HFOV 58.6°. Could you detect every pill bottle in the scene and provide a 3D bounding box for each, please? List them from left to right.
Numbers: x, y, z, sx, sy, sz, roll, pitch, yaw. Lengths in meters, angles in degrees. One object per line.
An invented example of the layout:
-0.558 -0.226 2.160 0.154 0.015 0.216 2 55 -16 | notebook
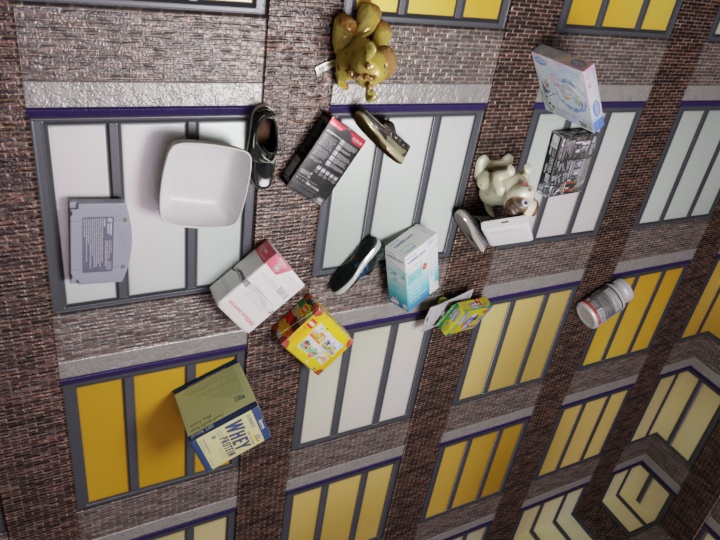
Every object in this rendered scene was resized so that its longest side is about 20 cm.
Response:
0.935 0.124 2.451 0.198 0.116 0.117 -31 132 -10 | pill bottle

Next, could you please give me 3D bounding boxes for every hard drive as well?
0.424 -0.112 1.845 0.129 0.027 0.200 -8 167 17 | hard drive

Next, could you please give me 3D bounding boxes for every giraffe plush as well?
0.012 -0.472 1.424 0.199 0.162 0.173 -41 133 -1 | giraffe plush

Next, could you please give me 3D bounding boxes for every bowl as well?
-0.356 -0.200 1.441 0.196 0.075 0.203 0 120 -33 | bowl

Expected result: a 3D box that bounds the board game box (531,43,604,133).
0.560 -0.493 1.731 0.043 0.200 0.200 -38 134 -5 | board game box

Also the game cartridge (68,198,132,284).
-0.576 -0.065 1.422 0.130 0.041 0.204 -2 121 -27 | game cartridge

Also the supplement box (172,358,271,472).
-0.377 0.390 1.747 0.197 0.200 0.136 -26 131 -14 | supplement box

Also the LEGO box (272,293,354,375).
-0.134 0.186 1.844 0.148 0.077 0.200 -42 133 0 | LEGO box

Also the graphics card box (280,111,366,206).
-0.091 -0.271 1.575 0.124 0.051 0.202 25 104 -41 | graphics card box

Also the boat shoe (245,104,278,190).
-0.223 -0.274 1.480 0.070 0.068 0.204 -11 127 -27 | boat shoe

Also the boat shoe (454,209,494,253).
0.353 -0.145 1.937 0.093 0.074 0.200 -46 141 -4 | boat shoe

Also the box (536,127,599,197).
0.644 -0.336 1.995 0.155 0.050 0.204 -12 126 -26 | box

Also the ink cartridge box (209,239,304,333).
-0.267 0.043 1.658 0.199 0.085 0.146 -41 133 -4 | ink cartridge box

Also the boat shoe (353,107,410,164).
0.057 -0.348 1.609 0.065 0.073 0.199 -54 136 -3 | boat shoe

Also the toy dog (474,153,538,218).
0.418 -0.221 1.829 0.137 0.200 0.197 2 120 -32 | toy dog

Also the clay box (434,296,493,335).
0.335 0.150 2.086 0.198 0.048 0.116 -8 142 -47 | clay box

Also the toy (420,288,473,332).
0.271 0.118 2.070 0.197 0.047 0.117 -16 139 -32 | toy

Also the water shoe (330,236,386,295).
0.000 0.000 1.805 0.201 0.072 0.079 -48 135 6 | water shoe

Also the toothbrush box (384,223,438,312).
0.152 -0.008 1.862 0.145 0.084 0.203 -34 134 -32 | toothbrush box
